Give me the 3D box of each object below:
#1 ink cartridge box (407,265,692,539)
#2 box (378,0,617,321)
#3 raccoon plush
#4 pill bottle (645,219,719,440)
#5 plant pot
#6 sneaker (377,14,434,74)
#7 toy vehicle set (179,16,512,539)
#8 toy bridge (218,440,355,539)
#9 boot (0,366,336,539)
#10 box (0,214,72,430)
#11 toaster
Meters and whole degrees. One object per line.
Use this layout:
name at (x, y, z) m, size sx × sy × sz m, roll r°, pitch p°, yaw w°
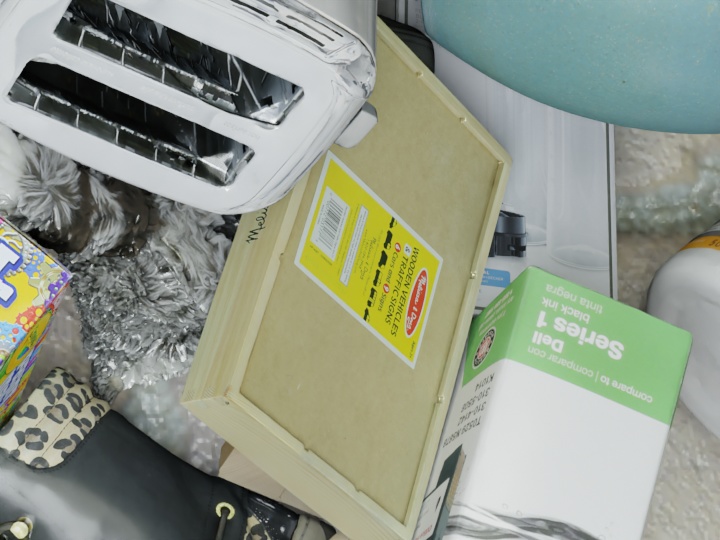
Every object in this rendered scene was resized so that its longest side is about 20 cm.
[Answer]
ink cartridge box at (0.058, 0.122, 0.945) m, size 0.084 × 0.146 × 0.201 m, roll 23°, pitch 64°, yaw -8°
box at (0.060, -0.060, 1.065) m, size 0.116 × 0.060 × 0.201 m, roll 8°, pitch 67°, yaw -14°
raccoon plush at (-0.120, -0.014, 0.927) m, size 0.199 × 0.133 × 0.097 m, roll 32°, pitch 53°, yaw -36°
pill bottle at (0.243, -0.004, 1.069) m, size 0.199 × 0.116 × 0.117 m, roll -34°, pitch 82°, yaw -25°
plant pot at (0.092, -0.157, 0.988) m, size 0.134 × 0.200 × 0.202 m, roll -4°, pitch 69°, yaw 4°
sneaker at (-0.064, -0.138, 1.015) m, size 0.198 × 0.060 × 0.105 m, roll 2°, pitch 69°, yaw -4°
toy vehicle set at (0.000, 0.000, 0.929) m, size 0.124 × 0.026 × 0.201 m, roll 43°, pitch 51°, yaw -37°
toy bridge at (-0.027, 0.088, 0.950) m, size 0.067 × 0.027 × 0.201 m, roll 24°, pitch 35°, yaw -17°
boot at (-0.116, 0.149, 0.920) m, size 0.153 × 0.074 × 0.204 m, roll 35°, pitch 54°, yaw -2°
box at (-0.229, 0.066, 0.849) m, size 0.122 × 0.200 × 0.193 m, roll 37°, pitch 64°, yaw 0°
toaster at (-0.080, -0.111, 0.844) m, size 0.199 × 0.114 × 0.130 m, roll 24°, pitch 38°, yaw -28°
